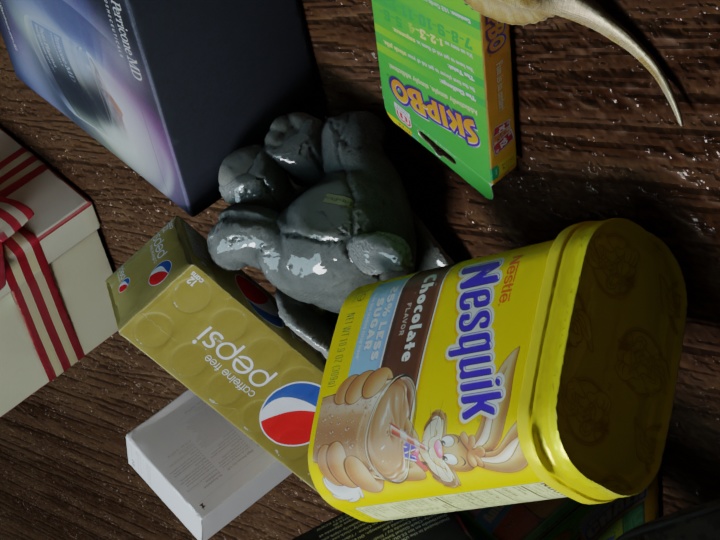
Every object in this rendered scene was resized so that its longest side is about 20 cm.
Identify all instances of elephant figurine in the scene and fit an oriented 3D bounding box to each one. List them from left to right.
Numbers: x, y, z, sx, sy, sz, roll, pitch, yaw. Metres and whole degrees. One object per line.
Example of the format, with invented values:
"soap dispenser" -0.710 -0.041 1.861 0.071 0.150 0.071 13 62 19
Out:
"elephant figurine" 0.000 0.000 1.563 0.141 0.155 0.200 -9 141 19

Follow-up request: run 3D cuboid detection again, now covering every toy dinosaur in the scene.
"toy dinosaur" 0.079 -0.148 1.220 0.200 0.058 0.101 22 153 17

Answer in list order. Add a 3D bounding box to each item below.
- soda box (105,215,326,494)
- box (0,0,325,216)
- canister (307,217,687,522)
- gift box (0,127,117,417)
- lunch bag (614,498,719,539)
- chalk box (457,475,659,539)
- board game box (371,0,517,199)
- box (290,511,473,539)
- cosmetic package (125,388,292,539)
"soda box" -0.069 0.057 1.576 0.200 0.068 0.064 42 -166 -31
"box" -0.141 -0.175 1.552 0.198 0.123 0.200 37 155 34
"canister" 0.070 0.061 1.353 0.086 0.149 0.200 30 152 -34
"gift box" -0.334 0.003 2.171 0.184 0.200 0.187 32 150 35
"lunch bag" 0.213 0.194 1.259 0.168 0.200 0.140 86 165 -64
"chalk box" 0.102 0.134 1.525 0.124 0.124 0.200 41 158 31
"board game box" 0.044 -0.129 1.355 0.096 0.030 0.200 42 154 30
"box" 0.045 0.229 1.397 0.200 0.106 0.122 58 172 52
"cosmetic package" -0.058 0.093 1.695 0.083 0.200 0.051 45 158 21
